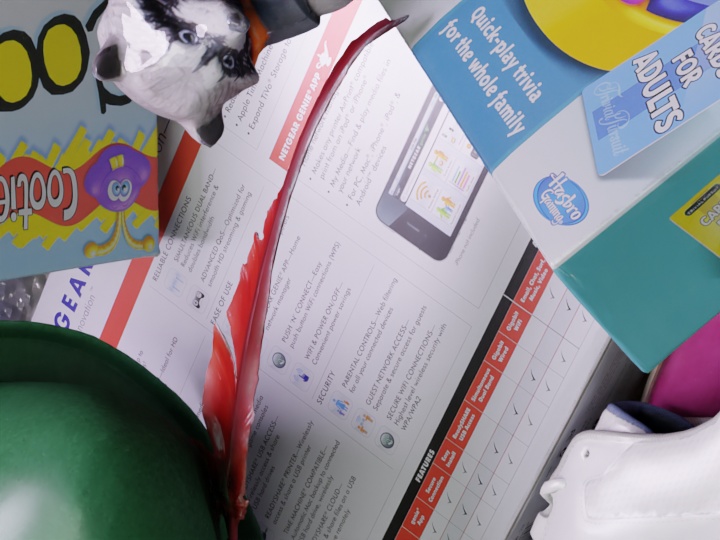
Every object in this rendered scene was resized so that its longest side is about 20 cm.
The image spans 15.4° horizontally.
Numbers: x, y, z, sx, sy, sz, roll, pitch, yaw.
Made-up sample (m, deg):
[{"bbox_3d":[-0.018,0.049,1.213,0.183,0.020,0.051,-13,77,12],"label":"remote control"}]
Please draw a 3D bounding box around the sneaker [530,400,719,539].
[{"bbox_3d":[0.080,0.089,0.766,0.200,0.074,0.087,-41,78,27],"label":"sneaker"}]

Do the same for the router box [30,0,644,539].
[{"bbox_3d":[0.000,0.000,0.813,0.179,0.049,0.201,36,119,20],"label":"router box"}]

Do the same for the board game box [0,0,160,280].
[{"bbox_3d":[-0.129,-0.103,0.785,0.103,0.105,0.201,15,110,48],"label":"board game box"}]

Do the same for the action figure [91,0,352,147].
[{"bbox_3d":[0.002,-0.115,0.699,0.200,0.194,0.105,24,164,40],"label":"action figure"}]

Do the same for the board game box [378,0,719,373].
[{"bbox_3d":[0.109,-0.090,0.661,0.200,0.151,0.047,-40,126,8],"label":"board game box"}]

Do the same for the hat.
[{"bbox_3d":[-0.055,0.072,0.711,0.176,0.165,0.201,-20,95,53],"label":"hat"}]

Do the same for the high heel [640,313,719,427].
[{"bbox_3d":[0.152,0.002,0.758,0.096,0.067,0.201,33,118,12],"label":"high heel"}]
